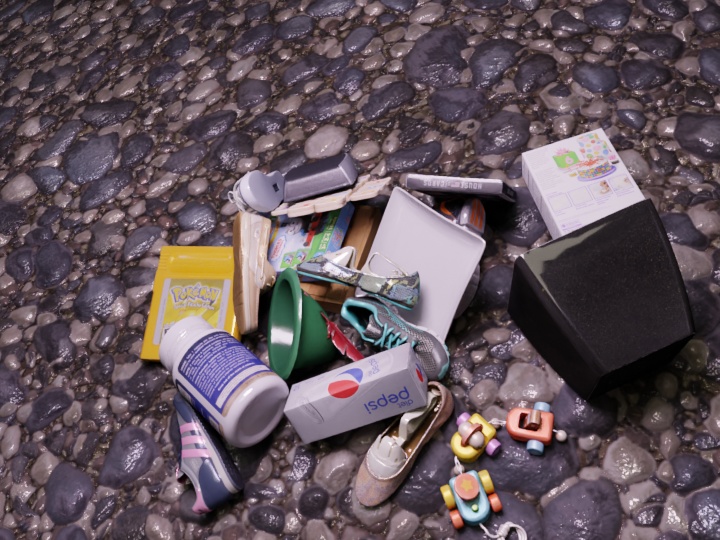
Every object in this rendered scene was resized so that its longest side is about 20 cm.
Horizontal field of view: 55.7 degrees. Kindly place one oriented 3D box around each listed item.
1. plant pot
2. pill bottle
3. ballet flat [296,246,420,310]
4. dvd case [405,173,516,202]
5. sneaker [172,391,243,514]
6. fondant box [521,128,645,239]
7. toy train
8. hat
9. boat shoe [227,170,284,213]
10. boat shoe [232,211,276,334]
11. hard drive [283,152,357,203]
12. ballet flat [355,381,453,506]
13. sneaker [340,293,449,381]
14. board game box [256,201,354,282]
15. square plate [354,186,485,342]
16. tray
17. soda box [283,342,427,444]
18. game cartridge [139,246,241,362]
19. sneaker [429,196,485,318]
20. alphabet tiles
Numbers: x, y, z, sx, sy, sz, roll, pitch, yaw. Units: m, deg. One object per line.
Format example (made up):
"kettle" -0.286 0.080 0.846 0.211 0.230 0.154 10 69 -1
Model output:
"plant pot" 0.332 0.056 0.927 0.197 0.201 0.179 -24 63 -2
"pill bottle" -0.208 0.159 1.017 0.199 0.116 0.116 34 70 32
"ballet flat" 0.000 0.000 1.042 0.197 0.075 0.075 17 61 9
"dvd case" 0.169 -0.132 1.107 0.148 0.200 0.025 6 93 19
"sneaker" -0.250 0.266 1.012 0.082 0.070 0.200 -38 50 -4
"fondant box" 0.366 -0.128 1.121 0.142 0.059 0.202 -17 54 4
"toy train" 0.185 0.254 0.906 0.148 0.056 0.202 11 59 23
"hat" -0.044 0.103 1.080 0.173 0.166 0.204 6 65 -22
"boat shoe" -0.191 -0.132 1.193 0.085 0.076 0.202 -22 10 12
"boat shoe" -0.169 0.003 1.108 0.068 0.074 0.204 3 76 -24
"hard drive" -0.072 -0.168 1.213 0.132 0.043 0.200 -15 15 5
"ballet flat" 0.056 0.233 0.950 0.068 0.068 0.201 29 68 29
"sneaker" 0.044 0.100 1.014 0.199 0.091 0.079 34 105 37
"board game box" -0.119 -0.050 1.185 0.197 0.037 0.153 -4 53 34
"square plate" 0.090 0.002 1.054 0.197 0.028 0.203 37 115 38
"tray" -0.039 -0.026 1.177 0.097 0.037 0.202 8 58 20
"soda box" -0.006 0.175 0.966 0.197 0.069 0.064 -22 22 18
"game cartridge" -0.277 0.057 1.155 0.173 0.032 0.204 0 73 16
"sneaker" 0.134 -0.019 1.108 0.111 0.077 0.203 0 68 42
"alphabet tiles" -0.050 -0.130 1.167 0.192 0.015 0.200 -8 17 19
